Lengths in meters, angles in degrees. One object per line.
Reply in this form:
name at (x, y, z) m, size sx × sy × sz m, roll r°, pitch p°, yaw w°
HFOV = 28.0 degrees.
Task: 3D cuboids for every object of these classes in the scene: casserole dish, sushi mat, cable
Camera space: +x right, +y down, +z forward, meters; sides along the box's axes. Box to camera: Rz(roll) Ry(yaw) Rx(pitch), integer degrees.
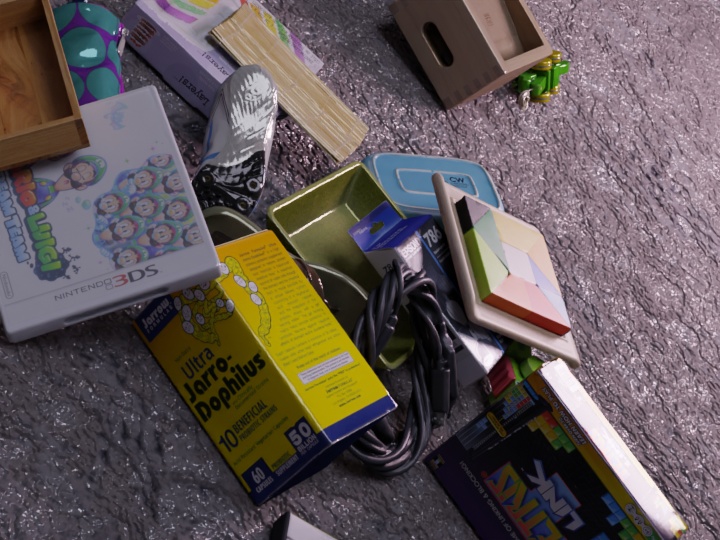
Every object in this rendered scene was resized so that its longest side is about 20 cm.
casserole dish at (0.080, -0.086, 1.623) m, size 0.200 × 0.039 × 0.121 m, roll 4°, pitch 46°, yaw -25°
sushi mat at (-0.075, -0.202, 1.559) m, size 0.200 × 0.012 × 0.096 m, roll 45°, pitch 32°, yaw -5°
cable at (0.030, 0.088, 1.353) m, size 0.163 × 0.051 × 0.200 m, roll -26°, pitch 118°, yaw -47°

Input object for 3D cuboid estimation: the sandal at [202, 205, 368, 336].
sandal at (-0.078, 0.014, 1.358) m, size 0.201 × 0.080 × 0.057 m, roll 31°, pitch 7°, yaw -8°

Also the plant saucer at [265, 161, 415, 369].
plant saucer at (0.000, 0.000, 1.485) m, size 0.200 × 0.048 × 0.200 m, roll 52°, pitch 34°, yaw 3°

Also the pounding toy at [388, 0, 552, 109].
pounding toy at (0.128, -0.329, 1.911) m, size 0.200 × 0.142 × 0.184 m, roll 60°, pitch 35°, yaw 0°

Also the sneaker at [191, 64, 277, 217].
sneaker at (-0.127, -0.110, 1.433) m, size 0.072 × 0.072 × 0.200 m, roll 18°, pitch 64°, yaw -9°

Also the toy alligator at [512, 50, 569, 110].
toy alligator at (0.238, -0.266, 2.017) m, size 0.054 × 0.059 × 0.200 m, roll 11°, pitch 27°, yaw 24°

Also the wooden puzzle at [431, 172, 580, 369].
wooden puzzle at (0.160, -0.002, 1.534) m, size 0.200 × 0.037 × 0.185 m, roll 28°, pitch 38°, yaw -41°

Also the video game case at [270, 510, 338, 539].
video game case at (-0.007, 0.317, 1.179) m, size 0.181 × 0.025 × 0.200 m, roll 33°, pitch 36°, yaw -19°

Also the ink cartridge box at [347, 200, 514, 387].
ink cartridge box at (0.076, 0.014, 1.476) m, size 0.200 × 0.039 × 0.099 m, roll 52°, pitch 35°, yaw -3°

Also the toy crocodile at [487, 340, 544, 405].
toy crocodile at (0.159, 0.094, 1.549) m, size 0.062 × 0.068 × 0.200 m, roll 26°, pitch 37°, yaw -27°

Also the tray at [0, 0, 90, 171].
tray at (-0.305, -0.167, 1.265) m, size 0.098 × 0.037 × 0.200 m, roll -17°, pitch 46°, yaw -8°

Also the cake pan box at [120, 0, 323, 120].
cake pan box at (-0.148, -0.240, 1.574) m, size 0.200 × 0.052 × 0.184 m, roll 44°, pitch 36°, yaw -6°

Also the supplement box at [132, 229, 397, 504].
supplement box at (-0.084, 0.082, 1.261) m, size 0.200 × 0.109 × 0.109 m, roll 53°, pitch 34°, yaw 11°

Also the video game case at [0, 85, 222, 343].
video game case at (-0.232, -0.053, 1.218) m, size 0.182 × 0.024 × 0.200 m, roll -18°, pitch 61°, yaw -9°

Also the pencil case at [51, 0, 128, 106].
pencil case at (-0.250, -0.160, 1.346) m, size 0.085 × 0.092 × 0.200 m, roll 78°, pitch -4°, yaw -58°

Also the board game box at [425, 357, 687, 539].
board game box at (0.181, 0.210, 1.366) m, size 0.200 × 0.165 × 0.057 m, roll 53°, pitch 32°, yaw 11°
